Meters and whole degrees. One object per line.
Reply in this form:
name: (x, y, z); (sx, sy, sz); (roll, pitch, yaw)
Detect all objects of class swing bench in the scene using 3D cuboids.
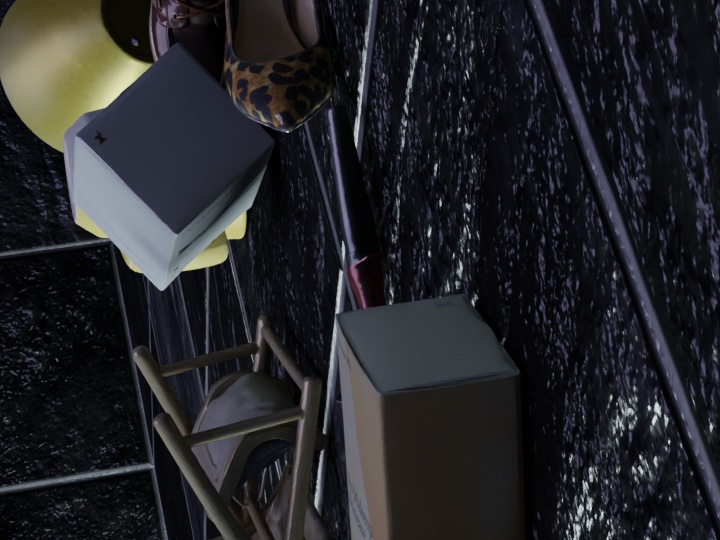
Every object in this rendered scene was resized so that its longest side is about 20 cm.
swing bench: (-0.093, 0.165, 1.572); (0.199, 0.129, 0.201); (-133, 31, -71)

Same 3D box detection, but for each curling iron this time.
curling iron: (0.000, 0.000, 1.188); (0.050, 0.025, 0.201); (-1, -94, -63)

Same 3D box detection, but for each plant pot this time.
plant pot: (-0.247, -0.229, 1.995); (0.142, 0.199, 0.201); (-28, 68, 52)

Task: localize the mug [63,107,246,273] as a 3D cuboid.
mug: (-0.188, -0.090, 1.798); (0.187, 0.152, 0.150); (-133, 37, -72)

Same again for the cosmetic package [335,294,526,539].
cosmetic package: (0.036, 0.125, 0.981); (0.105, 0.071, 0.201); (-122, 26, -66)

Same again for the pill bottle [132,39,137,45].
pill bottle: (-0.298, -0.347, 2.305); (0.112, 0.111, 0.201); (-124, 27, -67)

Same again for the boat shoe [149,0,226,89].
boat shoe: (-0.143, -0.235, 1.684); (0.072, 0.072, 0.201); (159, 108, -81)

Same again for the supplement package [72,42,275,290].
supplement package: (-0.158, -0.081, 1.635); (0.117, 0.117, 0.200); (45, 165, 3)

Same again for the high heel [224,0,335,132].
high heel: (-0.061, -0.183, 1.252); (0.200, 0.071, 0.143); (-98, -1, -57)
